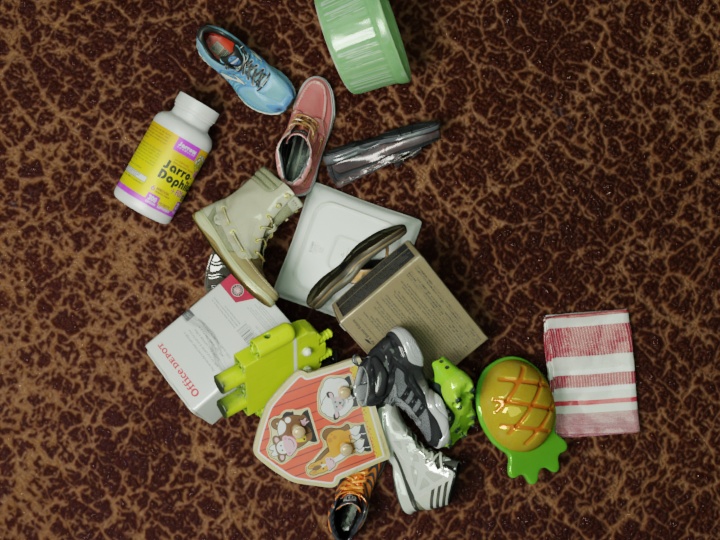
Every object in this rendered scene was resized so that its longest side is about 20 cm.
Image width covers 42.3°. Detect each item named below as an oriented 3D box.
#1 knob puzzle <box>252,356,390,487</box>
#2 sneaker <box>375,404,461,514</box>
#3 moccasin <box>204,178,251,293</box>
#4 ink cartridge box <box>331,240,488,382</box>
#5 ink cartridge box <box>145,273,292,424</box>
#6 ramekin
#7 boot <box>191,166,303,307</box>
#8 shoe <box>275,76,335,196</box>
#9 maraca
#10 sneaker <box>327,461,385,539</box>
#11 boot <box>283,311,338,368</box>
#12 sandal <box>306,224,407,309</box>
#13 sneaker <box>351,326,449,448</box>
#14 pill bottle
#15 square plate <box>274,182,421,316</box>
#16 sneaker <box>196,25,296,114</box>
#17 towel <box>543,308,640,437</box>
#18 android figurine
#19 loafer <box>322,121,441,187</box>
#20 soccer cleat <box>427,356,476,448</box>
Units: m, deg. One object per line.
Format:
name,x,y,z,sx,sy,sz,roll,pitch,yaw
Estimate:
knob puzzle,-0.067,0.246,1.417,0.218,0.030,0.222,-3,103,-13
sneaker,0.100,0.286,1.490,0.114,0.076,0.202,-14,99,22
moccasin,-0.207,-0.052,1.525,0.073,0.078,0.203,14,87,-12
ink cartridge box,0.078,0.081,1.465,0.164,0.075,0.200,-39,117,3
ink cartridge box,-0.211,0.117,1.455,0.200,0.083,0.145,-40,64,-7
ramekin,0.002,-0.374,1.448,0.097,0.200,0.202,-18,89,11
boot,-0.148,-0.056,1.436,0.154,0.072,0.200,-37,68,-10
shoe,-0.087,-0.223,1.498,0.071,0.091,0.202,12,86,4
maraca,0.255,0.235,1.475,0.136,0.107,0.201,-22,89,-17
sneaker,-0.004,0.340,1.491,0.077,0.112,0.202,9,91,3
boot,-0.122,0.185,1.517,0.162,0.073,0.198,43,87,4
sandal,0.000,0.000,1.480,0.200,0.082,0.055,-43,104,1
sneaker,0.055,0.194,1.402,0.113,0.075,0.201,-26,102,-17
pill bottle,-0.309,-0.185,1.509,0.104,0.104,0.201,29,92,3
square plate,-0.023,-0.021,1.532,0.197,0.028,0.202,20,91,3
sneaker,-0.193,-0.325,1.509,0.199,0.090,0.079,37,92,2
towel,0.375,0.168,1.513,0.143,0.023,0.202,-5,90,3
android figurine,-0.127,0.148,1.409,0.199,0.183,0.041,-25,52,-26
loafer,0.040,-0.189,1.515,0.198,0.072,0.063,-15,109,9
soccer cleat,0.140,0.208,1.466,0.067,0.201,0.081,-27,56,-20
